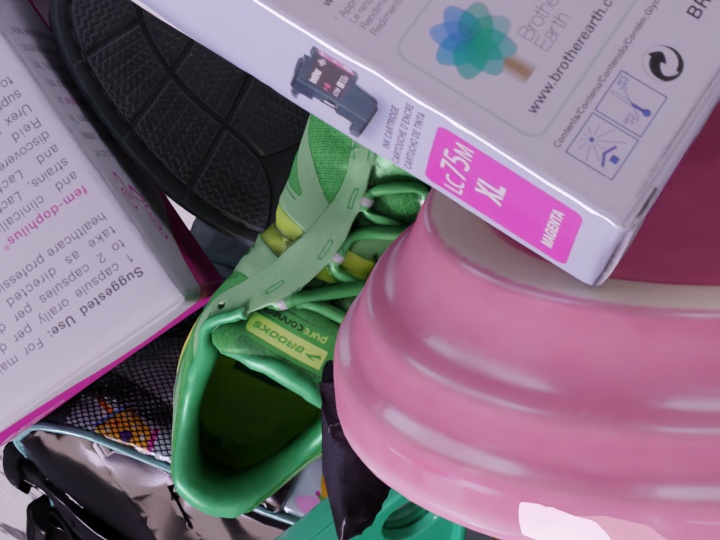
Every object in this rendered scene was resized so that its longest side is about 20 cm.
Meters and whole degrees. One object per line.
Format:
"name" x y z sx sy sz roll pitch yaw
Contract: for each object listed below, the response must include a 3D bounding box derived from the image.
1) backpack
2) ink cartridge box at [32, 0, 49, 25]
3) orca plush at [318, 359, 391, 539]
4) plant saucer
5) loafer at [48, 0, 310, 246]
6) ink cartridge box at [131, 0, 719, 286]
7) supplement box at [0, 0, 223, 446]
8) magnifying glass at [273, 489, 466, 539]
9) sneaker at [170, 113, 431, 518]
"backpack" -0.006 0.072 1.042 0.200 0.153 0.176 29 158 12
"ink cartridge box" -0.152 -0.071 1.074 0.116 0.068 0.200 34 164 5
"orca plush" 0.091 0.058 0.703 0.199 0.071 0.105 -5 -169 -15
"plant saucer" 0.092 0.001 0.663 0.200 0.200 0.051 17 121 45
"loafer" -0.021 -0.032 0.938 0.200 0.072 0.063 36 169 -12
"ink cartridge box" -0.001 -0.098 0.623 0.200 0.119 0.042 33 157 6
"supplement box" -0.141 -0.047 0.917 0.200 0.103 0.101 54 -176 2
"magnifying glass" 0.017 0.065 0.889 0.079 0.200 0.022 2 -134 -38
"sneaker" 0.000 0.000 0.853 0.074 0.084 0.200 24 126 -6
